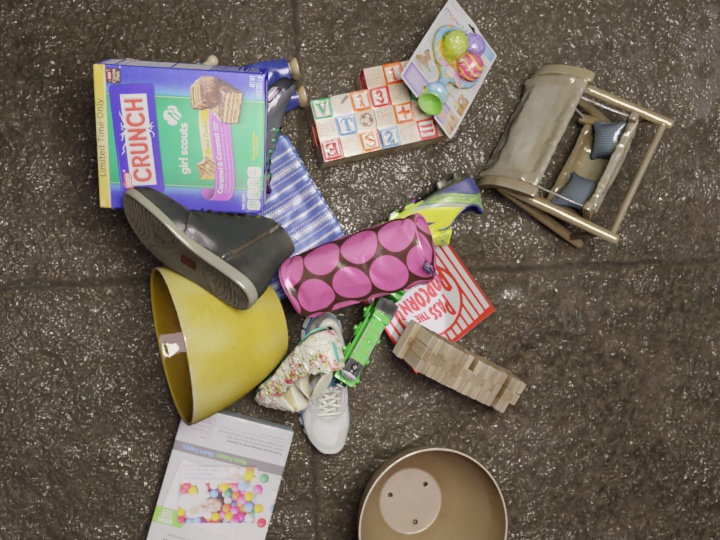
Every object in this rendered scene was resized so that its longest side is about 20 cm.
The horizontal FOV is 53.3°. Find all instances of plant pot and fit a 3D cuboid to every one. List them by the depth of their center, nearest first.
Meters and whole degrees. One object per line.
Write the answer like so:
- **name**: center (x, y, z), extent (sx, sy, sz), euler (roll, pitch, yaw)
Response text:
- **plant pot**: center (-0.176, 0.082, 0.926), extent (0.141, 0.200, 0.202), euler (-12, 90, -24)
- **plant pot**: center (0.083, 0.331, 0.981), extent (0.198, 0.134, 0.203), euler (0, 89, -10)

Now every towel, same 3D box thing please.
- **towel**: center (-0.116, -0.073, 0.993), extent (0.144, 0.024, 0.201), euler (-32, 84, 0)

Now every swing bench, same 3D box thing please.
- **swing bench**: center (0.303, -0.167, 1.044), extent (0.199, 0.130, 0.200), euler (28, 84, -8)

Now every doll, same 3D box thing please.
- **doll**: center (-0.176, -0.232, 0.998), extent (0.198, 0.048, 0.138), euler (-17, 100, -10)

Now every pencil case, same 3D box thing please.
- **pencil case**: center (0.000, 0.000, 0.920), extent (0.198, 0.091, 0.094), euler (-16, 116, 17)

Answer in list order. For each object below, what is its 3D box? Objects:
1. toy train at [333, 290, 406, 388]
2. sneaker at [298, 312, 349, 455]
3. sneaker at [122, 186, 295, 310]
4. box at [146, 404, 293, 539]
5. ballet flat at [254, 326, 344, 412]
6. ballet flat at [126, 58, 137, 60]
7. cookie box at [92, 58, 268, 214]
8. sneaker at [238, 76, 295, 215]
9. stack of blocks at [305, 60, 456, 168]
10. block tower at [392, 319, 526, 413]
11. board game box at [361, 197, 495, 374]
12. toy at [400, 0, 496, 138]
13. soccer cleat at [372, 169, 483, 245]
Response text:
- **toy train**: center (0.022, 0.066, 0.954), extent (0.042, 0.056, 0.201), euler (32, 69, -7)
- **sneaker**: center (-0.048, 0.157, 0.989), extent (0.074, 0.087, 0.202), euler (-5, 90, -12)
- **sneaker**: center (-0.181, -0.047, 0.859), extent (0.199, 0.075, 0.106), euler (38, 52, 2)
- **box**: center (-0.192, 0.297, 0.980), extent (0.154, 0.041, 0.202), euler (17, 86, -9)
- **ballet flat**: center (-0.082, 0.145, 0.931), extent (0.075, 0.200, 0.064), euler (-17, 68, -38)
- **ballet flat**: center (-0.292, -0.180, 0.951), extent (0.064, 0.075, 0.202), euler (-21, 94, -52)
- **cookie box**: center (-0.215, -0.163, 0.879), extent (0.198, 0.075, 0.173), euler (2, 108, -5)
- **sneaker**: center (-0.133, -0.158, 0.962), extent (0.087, 0.074, 0.200), euler (38, 102, -6)
- **stack of blocks**: center (0.025, -0.227, 1.030), extent (0.198, 0.059, 0.116), euler (-15, 90, -11)
- **block tower**: center (0.141, 0.137, 1.003), extent (0.199, 0.058, 0.054), euler (28, 94, -29)
- **board game box**: center (0.076, 0.022, 1.036), extent (0.151, 0.046, 0.201), euler (-37, 95, -9)
- **toy**: center (0.140, -0.295, 1.009), extent (0.115, 0.047, 0.201), euler (45, 57, -23)
- **soccer cleat**: center (0.083, -0.059, 0.985), extent (0.199, 0.065, 0.084), euler (-33, 97, -9)
